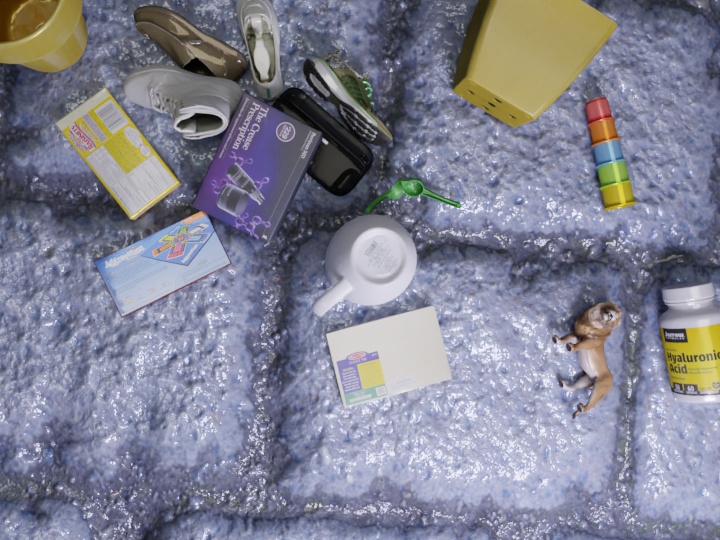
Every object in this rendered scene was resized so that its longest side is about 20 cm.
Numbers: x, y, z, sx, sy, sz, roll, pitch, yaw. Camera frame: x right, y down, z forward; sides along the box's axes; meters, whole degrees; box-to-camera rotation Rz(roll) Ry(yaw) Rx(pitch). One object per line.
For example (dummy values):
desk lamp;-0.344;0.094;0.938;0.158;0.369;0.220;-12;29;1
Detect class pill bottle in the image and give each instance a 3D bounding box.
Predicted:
pill bottle;0.598;0.125;1.032;0.110;0.111;0.202;-10;88;-7

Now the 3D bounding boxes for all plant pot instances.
plant pot;-0.511;-0.398;0.882;0.199;0.189;0.202;0;88;-6
plant pot;0.263;-0.358;0.979;0.199;0.200;0.177;29;97;-5

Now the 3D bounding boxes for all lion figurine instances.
lion figurine;0.415;0.159;1.038;0.122;0.072;0.202;-13;104;-20

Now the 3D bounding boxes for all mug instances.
mug;0.000;0.000;0.934;0.200;0.175;0.148;-42;93;-6

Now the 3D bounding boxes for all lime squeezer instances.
lime squeezer;0.079;-0.127;1.000;0.199;0.038;0.071;-6;67;-32

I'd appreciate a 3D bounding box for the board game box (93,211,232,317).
board game box;-0.329;-0.013;0.974;0.199;0.019;0.103;-27;93;-7

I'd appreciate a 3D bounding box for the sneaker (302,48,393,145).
sneaker;-0.004;-0.305;1.000;0.089;0.077;0.200;-44;95;-15

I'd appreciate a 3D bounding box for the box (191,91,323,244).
box;-0.166;-0.165;0.954;0.140;0.079;0.201;26;96;-7

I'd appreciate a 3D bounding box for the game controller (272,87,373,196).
game controller;-0.076;-0.223;1.008;0.200;0.042;0.104;40;99;-3

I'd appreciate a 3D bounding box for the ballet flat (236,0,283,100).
ballet flat;-0.169;-0.393;0.984;0.069;0.069;0.202;-10;89;-7

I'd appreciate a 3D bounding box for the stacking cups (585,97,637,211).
stacking cups;0.455;-0.213;1.059;0.060;0.061;0.202;-9;86;-7

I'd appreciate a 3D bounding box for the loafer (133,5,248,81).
loafer;-0.288;-0.368;0.964;0.199;0.076;0.068;24;79;-5

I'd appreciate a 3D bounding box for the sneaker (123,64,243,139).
sneaker;-0.298;-0.269;0.929;0.198;0.074;0.116;5;43;3

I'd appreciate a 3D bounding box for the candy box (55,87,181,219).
candy box;-0.402;-0.194;0.969;0.102;0.026;0.200;-38;92;-4

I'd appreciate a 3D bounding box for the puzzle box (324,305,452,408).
puzzle box;0.048;0.148;1.010;0.199;0.025;0.134;-13;90;-7
